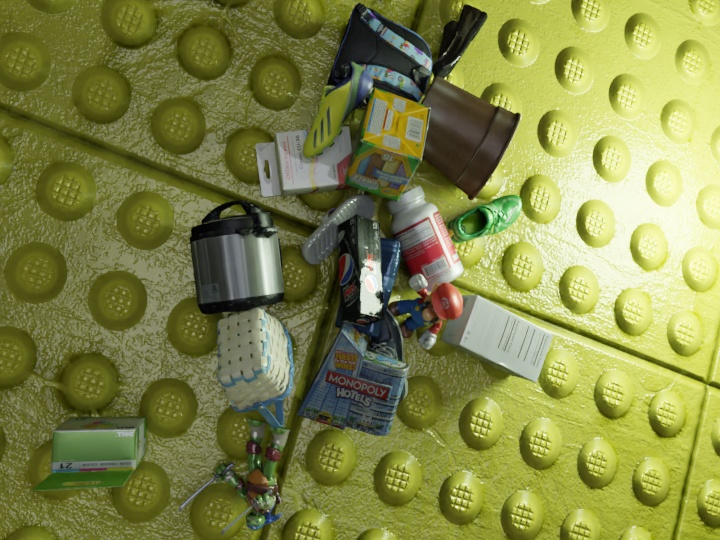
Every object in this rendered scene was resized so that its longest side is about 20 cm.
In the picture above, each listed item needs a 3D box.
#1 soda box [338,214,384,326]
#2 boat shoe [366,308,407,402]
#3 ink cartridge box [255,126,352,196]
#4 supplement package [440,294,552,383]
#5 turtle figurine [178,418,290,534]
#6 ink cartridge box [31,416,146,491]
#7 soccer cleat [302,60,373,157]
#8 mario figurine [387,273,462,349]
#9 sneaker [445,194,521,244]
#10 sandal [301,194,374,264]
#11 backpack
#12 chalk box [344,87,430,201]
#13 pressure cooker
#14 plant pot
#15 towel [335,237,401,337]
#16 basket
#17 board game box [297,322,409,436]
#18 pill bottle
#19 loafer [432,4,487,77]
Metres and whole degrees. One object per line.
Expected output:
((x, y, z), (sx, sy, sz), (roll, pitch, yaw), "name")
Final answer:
((0.000, 0.000, 1.124), (0.069, 0.062, 0.207), (16, 62, -39), "soda box")
((0.050, 0.179, 1.188), (0.073, 0.061, 0.208), (-6, 94, 30), "boat shoe")
((-0.114, -0.223, 1.176), (0.192, 0.067, 0.121), (-9, 89, -13), "ink cartridge box")
((0.293, 0.145, 1.229), (0.195, 0.114, 0.113), (26, 83, -12), "supplement package")
((-0.216, 0.389, 1.079), (0.194, 0.143, 0.201), (18, 75, -23), "turtle figurine")
((-0.466, 0.316, 0.998), (0.142, 0.200, 0.079), (2, 86, -13), "ink cartridge box")
((-0.057, -0.312, 1.101), (0.083, 0.065, 0.201), (34, 106, -30), "soccer cleat")
((0.122, 0.084, 1.140), (0.121, 0.199, 0.109), (26, 63, -21), "mario figurine")
((0.281, -0.110, 1.254), (0.195, 0.083, 0.076), (-25, 92, -14), "sneaker")
((-0.052, -0.097, 1.190), (0.201, 0.049, 0.084), (-40, 133, -24), "sandal")
((0.043, -0.421, 1.189), (0.194, 0.134, 0.189), (20, 83, -10), "backpack")
((0.044, -0.231, 1.120), (0.120, 0.201, 0.129), (16, 65, -8), "chalk box")
((-0.235, -0.028, 1.082), (0.169, 0.178, 0.208), (-8, 90, -10), "pressure cooker")
((0.203, -0.289, 1.201), (0.194, 0.200, 0.205), (30, 81, -1), "plant pot")
((0.020, 0.032, 1.179), (0.048, 0.109, 0.207), (29, 75, -53), "towel")
((-0.187, 0.174, 1.053), (0.135, 0.202, 0.181), (-18, 52, 9), "basket")
((-0.009, 0.213, 1.123), (0.193, 0.062, 0.207), (16, 108, 3), "board game box")
((0.131, -0.066, 1.203), (0.109, 0.112, 0.206), (-25, 92, -13), "pill bottle")
((0.207, -0.512, 1.271), (0.070, 0.073, 0.203), (35, 72, -3), "loafer")
